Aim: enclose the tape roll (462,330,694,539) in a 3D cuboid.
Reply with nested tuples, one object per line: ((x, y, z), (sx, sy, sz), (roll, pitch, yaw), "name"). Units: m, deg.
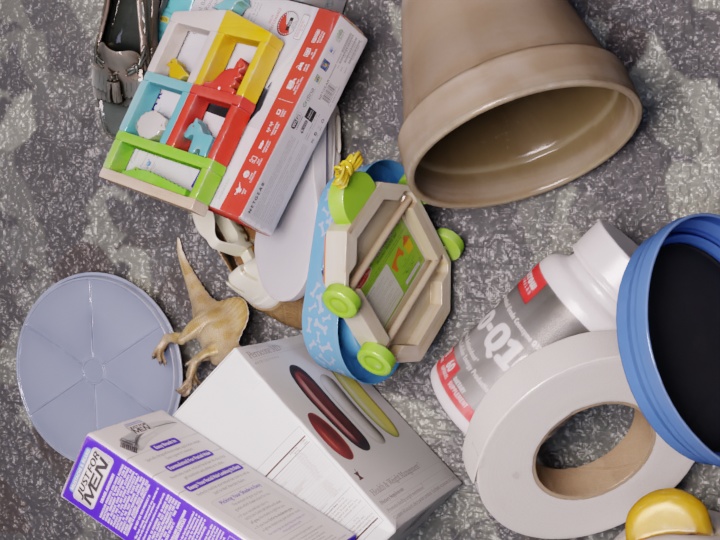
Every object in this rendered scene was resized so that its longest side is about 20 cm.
((0.184, 0.138, 1.002), (0.203, 0.203, 0.037), (-45, 34, 17), "tape roll")

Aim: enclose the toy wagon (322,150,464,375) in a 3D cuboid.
((0.019, -0.016, 1.043), (0.040, 0.155, 0.200), (0, 134, 38), "toy wagon")

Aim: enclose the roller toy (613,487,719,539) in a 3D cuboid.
((0.268, 0.293, 0.993), (0.182, 0.140, 0.200), (32, 103, 17), "roller toy")

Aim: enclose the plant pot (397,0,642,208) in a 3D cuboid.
((0.113, -0.172, 1.022), (0.200, 0.200, 0.174), (-24, 66, 21), "plant pot")

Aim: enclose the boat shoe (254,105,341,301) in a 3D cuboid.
((-0.050, -0.069, 1.132), (0.072, 0.066, 0.200), (-5, 81, 33), "boat shoe")

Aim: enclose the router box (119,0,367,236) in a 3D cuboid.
((-0.112, -0.151, 1.111), (0.179, 0.049, 0.200), (22, 85, 37), "router box")

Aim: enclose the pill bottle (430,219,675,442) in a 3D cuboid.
((0.165, 0.059, 1.036), (0.200, 0.114, 0.114), (-46, 77, 17), "pill bottle")

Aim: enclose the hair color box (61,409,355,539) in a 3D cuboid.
((-0.117, 0.190, 0.949), (0.200, 0.109, 0.065), (31, 104, 18), "hair color box")

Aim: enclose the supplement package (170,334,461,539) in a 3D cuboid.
((-0.050, 0.178, 1.084), (0.200, 0.191, 0.147), (46, 106, 13), "supplement package")

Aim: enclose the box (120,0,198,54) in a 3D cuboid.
((-0.176, -0.292, 1.187), (0.082, 0.049, 0.200), (21, 100, 19), "box")

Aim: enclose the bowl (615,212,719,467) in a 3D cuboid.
((0.276, 0.057, 0.957), (0.039, 0.201, 0.201), (-22, 84, 50), "bowl")

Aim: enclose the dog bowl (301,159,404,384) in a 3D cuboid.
((0.000, 0.000, 1.094), (0.050, 0.111, 0.200), (2, 80, 36), "dog bowl")

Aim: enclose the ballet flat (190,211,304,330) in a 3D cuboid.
((-0.112, -0.021, 1.162), (0.068, 0.072, 0.200), (-38, 80, 28), "ballet flat")

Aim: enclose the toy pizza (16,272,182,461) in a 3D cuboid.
((-0.265, 0.101, 1.251), (0.200, 0.032, 0.200), (1, 94, 22), "toy pizza")

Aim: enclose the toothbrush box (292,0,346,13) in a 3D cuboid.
((-0.068, -0.314, 1.063), (0.085, 0.200, 0.147), (21, 99, 19), "toothbrush box")

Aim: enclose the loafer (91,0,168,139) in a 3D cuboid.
((-0.223, -0.220, 1.148), (0.072, 0.063, 0.200), (11, 98, 19), "loafer")

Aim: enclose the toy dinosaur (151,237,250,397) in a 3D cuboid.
((-0.148, 0.060, 1.179), (0.101, 0.058, 0.200), (-49, 43, 8), "toy dinosaur")

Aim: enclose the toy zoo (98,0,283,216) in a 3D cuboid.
((-0.147, -0.157, 1.092), (0.131, 0.020, 0.200), (21, 84, 37), "toy zoo")
